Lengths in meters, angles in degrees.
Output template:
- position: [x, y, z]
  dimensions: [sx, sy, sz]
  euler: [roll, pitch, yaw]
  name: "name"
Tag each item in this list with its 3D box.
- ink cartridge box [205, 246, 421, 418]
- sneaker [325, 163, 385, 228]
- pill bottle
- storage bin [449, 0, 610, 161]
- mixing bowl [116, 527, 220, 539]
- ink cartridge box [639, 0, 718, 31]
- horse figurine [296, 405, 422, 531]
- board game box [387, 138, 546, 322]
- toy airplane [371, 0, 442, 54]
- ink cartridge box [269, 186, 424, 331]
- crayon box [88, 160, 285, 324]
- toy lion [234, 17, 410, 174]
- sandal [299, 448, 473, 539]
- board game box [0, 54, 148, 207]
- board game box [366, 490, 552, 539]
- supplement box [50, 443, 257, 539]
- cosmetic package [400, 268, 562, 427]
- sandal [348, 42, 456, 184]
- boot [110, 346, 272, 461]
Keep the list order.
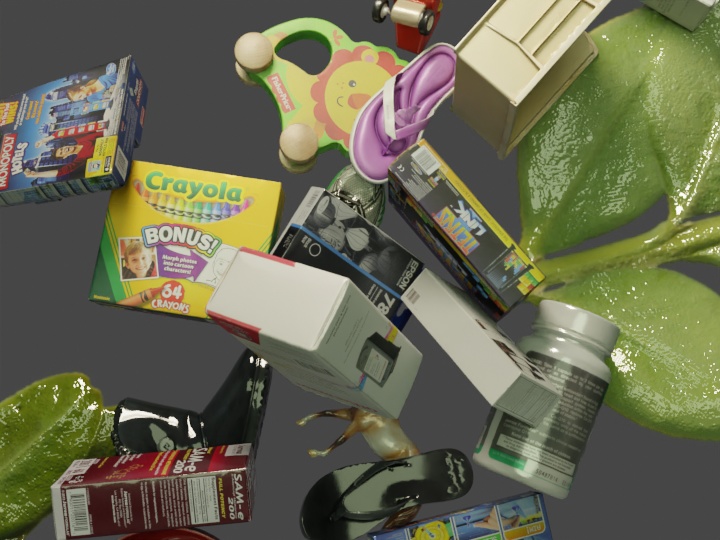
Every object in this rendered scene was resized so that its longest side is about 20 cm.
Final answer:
- position: [-0.044, 0.068, 1.102]
  dimensions: [0.147, 0.200, 0.086]
  euler: [16, 73, 32]
  name: "ink cartridge box"
- position: [-0.031, -0.040, 1.224]
  dimensions: [0.078, 0.085, 0.200]
  euler: [26, 82, 6]
  name: "sneaker"
- position: [0.211, 0.142, 1.171]
  dimensions: [0.113, 0.113, 0.200]
  euler: [22, 83, 6]
  name: "pill bottle"
- position: [0.198, -0.252, 1.191]
  dimensions: [0.094, 0.200, 0.199]
  euler: [41, 85, 10]
  name: "storage bin"
- position: [-0.203, 0.359, 1.145]
  dimensions: [0.200, 0.108, 0.200]
  euler: [0, 95, 0]
  name: "mixing bowl"
- position: [0.363, -0.407, 1.266]
  dimensions: [0.200, 0.086, 0.148]
  euler: [34, 83, 6]
  name: "ink cartridge box"
- position: [0.016, 0.207, 1.201]
  dimensions: [0.132, 0.050, 0.200]
  euler: [-30, 80, 3]
  name: "horse figurine"
- position: [0.112, -0.038, 1.177]
  dimensions: [0.057, 0.165, 0.200]
  euler: [-39, 81, -5]
  name: "board game box"
- position: [0.087, -0.386, 1.248]
  dimensions: [0.199, 0.141, 0.200]
  euler: [-28, 95, 29]
  name: "toy airplane"
- position: [0.000, 0.000, 1.187]
  dimensions: [0.200, 0.039, 0.100]
  euler: [34, 81, -29]
  name: "ink cartridge box"
- position: [-0.202, -0.030, 1.242]
  dimensions: [0.200, 0.058, 0.173]
  euler: [9, 81, 4]
  name: "crayon box"
- position: [-0.030, -0.218, 1.268]
  dimensions: [0.192, 0.069, 0.200]
  euler: [-26, 82, -9]
  name: "toy lion"
- position: [0.026, 0.238, 1.143]
  dimensions: [0.200, 0.043, 0.076]
  euler: [-19, 76, -10]
  name: "sandal"
- position: [-0.363, -0.151, 1.235]
  dimensions: [0.200, 0.062, 0.200]
  euler: [-9, 50, 9]
  name: "board game box"
- position: [0.119, 0.333, 1.156]
  dimensions: [0.200, 0.034, 0.136]
  euler: [-11, 85, -13]
  name: "board game box"
- position: [-0.213, 0.232, 1.112]
  dimensions: [0.200, 0.109, 0.061]
  euler: [-5, 95, -3]
  name: "supplement box"
- position: [0.129, 0.080, 1.141]
  dimensions: [0.051, 0.083, 0.200]
  euler: [-50, 43, 10]
  name: "cosmetic package"
- position: [0.054, -0.193, 1.227]
  dimensions: [0.082, 0.050, 0.203]
  euler: [34, 73, -5]
  name: "sandal"
- position: [-0.195, 0.165, 1.201]
  dimensions: [0.168, 0.076, 0.200]
  euler: [12, 88, 0]
  name: "boot"
